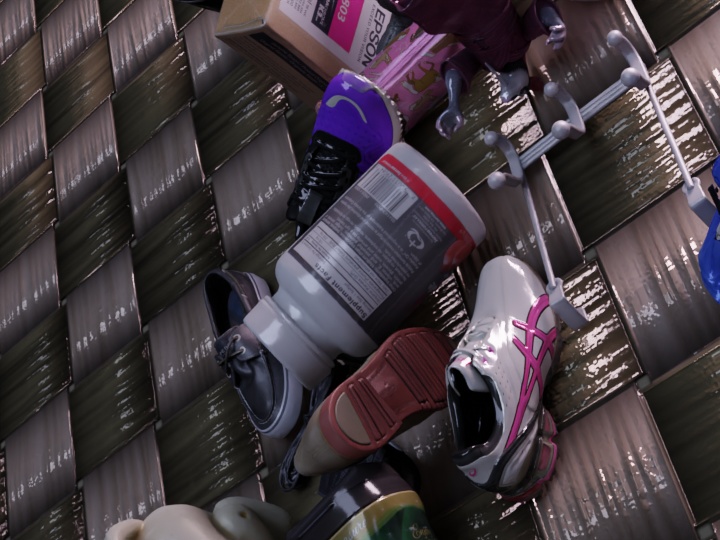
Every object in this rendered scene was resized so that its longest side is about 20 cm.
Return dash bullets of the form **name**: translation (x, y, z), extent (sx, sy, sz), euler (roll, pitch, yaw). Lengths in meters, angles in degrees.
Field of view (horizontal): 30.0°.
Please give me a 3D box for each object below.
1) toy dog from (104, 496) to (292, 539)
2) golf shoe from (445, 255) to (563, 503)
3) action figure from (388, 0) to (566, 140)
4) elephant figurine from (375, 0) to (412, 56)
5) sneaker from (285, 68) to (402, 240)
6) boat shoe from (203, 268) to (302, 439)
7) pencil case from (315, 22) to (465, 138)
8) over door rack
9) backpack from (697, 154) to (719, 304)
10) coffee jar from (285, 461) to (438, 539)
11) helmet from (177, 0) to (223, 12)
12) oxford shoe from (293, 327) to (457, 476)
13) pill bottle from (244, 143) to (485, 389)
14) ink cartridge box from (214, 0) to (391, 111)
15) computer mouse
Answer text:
- **toy dog**: translation (-0.099, 0.270, 1.065), extent (0.140, 0.194, 0.200), euler (-46, 36, -2)
- **golf shoe**: translation (0.107, 0.071, 1.036), extent (0.072, 0.092, 0.202), euler (-22, 53, 36)
- **action figure**: translation (0.094, -0.212, 1.124), extent (0.133, 0.200, 0.150), euler (-26, 50, 14)
- **elephant figurine**: translation (0.052, -0.304, 1.245), extent (0.200, 0.155, 0.142), euler (-45, 8, 0)
- **sneaker**: translation (-0.022, -0.083, 1.179), extent (0.069, 0.201, 0.100), euler (30, 57, 13)
- **boat shoe**: translation (-0.108, 0.071, 1.256), extent (0.070, 0.066, 0.201), euler (-47, 40, 30)
- **pencil case**: translation (0.049, -0.185, 1.234), extent (0.200, 0.086, 0.083), euler (-42, 35, 22)
- **over door rack**: translation (0.180, -0.080, 1.053), extent (0.147, 0.066, 0.201), euler (-38, 47, 25)
- **backpack**: translation (0.303, -0.047, 0.855), extent (0.162, 0.167, 0.201), euler (24, 91, 54)
- **coffee jar**: translation (0.033, 0.242, 0.977), extent (0.104, 0.085, 0.200), euler (-47, 64, 21)
- **helmet**: translation (-0.125, -0.366, 1.430), extent (0.199, 0.190, 0.202), euler (15, 114, 38)
- **oxford shoe**: translation (0.015, 0.101, 1.055), extent (0.075, 0.199, 0.071), euler (-42, 78, 36)
- **pill bottle**: translation (0.000, 0.000, 1.123), extent (0.200, 0.111, 0.111), euler (-45, 42, -3)
- **ink cartridge box**: translation (-0.042, -0.282, 1.319), extent (0.075, 0.164, 0.202), euler (-1, 68, 41)
- **computer mouse**: translation (0.010, 0.142, 1.130), extent (0.200, 0.046, 0.142), euler (12, 81, 59)
